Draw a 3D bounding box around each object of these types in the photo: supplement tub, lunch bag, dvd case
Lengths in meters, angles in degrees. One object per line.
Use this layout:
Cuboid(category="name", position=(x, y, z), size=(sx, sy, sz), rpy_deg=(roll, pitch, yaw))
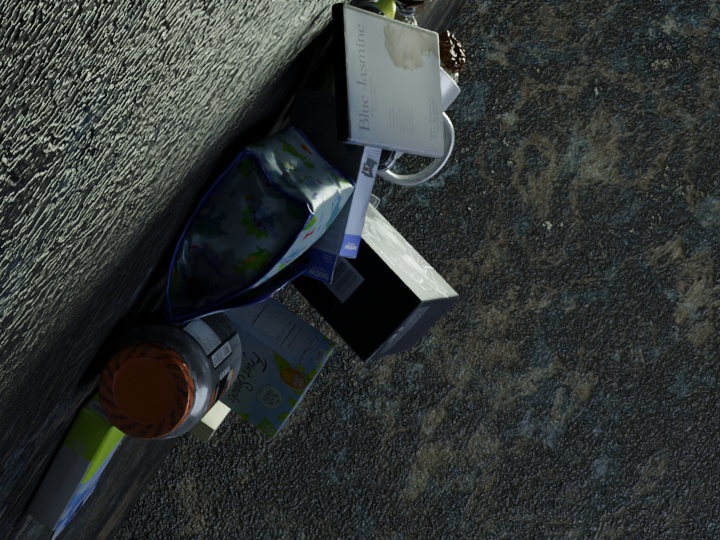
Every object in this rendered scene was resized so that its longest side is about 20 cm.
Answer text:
Cuboid(category="supplement tub", position=(-0.203, 0.106, 1.395), size=(0.123, 0.122, 0.200), rpy_deg=(-56, 178, 12))
Cuboid(category="lunch bag", position=(-0.116, -0.036, 1.380), size=(0.200, 0.127, 0.170), rpy_deg=(-47, 177, 20))
Cuboid(category="dvd case", position=(0.033, -0.203, 1.427), size=(0.199, 0.017, 0.145), rpy_deg=(1, 86, -56))

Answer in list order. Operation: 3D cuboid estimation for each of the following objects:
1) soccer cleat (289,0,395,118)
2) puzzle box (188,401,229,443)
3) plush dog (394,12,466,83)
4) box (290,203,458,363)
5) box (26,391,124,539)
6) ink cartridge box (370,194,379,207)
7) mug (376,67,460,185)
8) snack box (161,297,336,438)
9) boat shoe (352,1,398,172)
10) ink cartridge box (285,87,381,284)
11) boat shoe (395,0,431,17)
Cuboid(category="soccer cleat", position=(-0.006, -0.232, 1.563), size=(0.202, 0.083, 0.065), rpy_deg=(-57, 179, 2))
Cuboid(category="puzzle box", position=(-0.217, 0.138, 1.697), size=(0.026, 0.132, 0.200), rpy_deg=(-55, 180, 21))
Cuboid(category="plush dog", position=(0.068, -0.245, 1.803), size=(0.201, 0.160, 0.171), rpy_deg=(-55, -158, -7))
Cuboid(category="box", position=(0.000, 0.000, 1.599), size=(0.104, 0.200, 0.182), rpy_deg=(-46, 168, 13))
Cuboid(category="box", position=(-0.313, 0.208, 1.512), size=(0.201, 0.047, 0.122), rpy_deg=(-57, 179, 29))
Cuboid(category="ink cartridge box", position=(-0.065, -0.084, 1.947), size=(0.084, 0.144, 0.200), rpy_deg=(-56, 180, -18))
Cuboid(category="mug", position=(0.034, -0.194, 1.663), size=(0.176, 0.200, 0.148), rpy_deg=(-48, -157, 5))
Cuboid(category="snack box", position=(-0.147, 0.090, 1.569), size=(0.068, 0.199, 0.169), rpy_deg=(-56, 179, -38))
Cuboid(category="boat shoe", position=(0.017, -0.201, 1.498), size=(0.068, 0.071, 0.203), rpy_deg=(-120, -155, -62))
Cuboid(category="ink cartridge box", position=(-0.042, -0.095, 1.473), size=(0.042, 0.118, 0.203), rpy_deg=(9, 97, -52))
Cuboid(category="boat shoe", position=(0.068, -0.358, 1.655), size=(0.073, 0.072, 0.200), rpy_deg=(-55, -179, 21))
